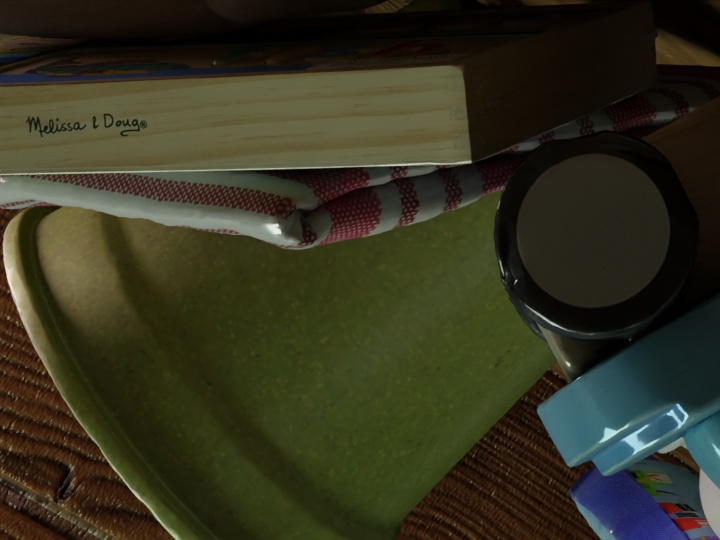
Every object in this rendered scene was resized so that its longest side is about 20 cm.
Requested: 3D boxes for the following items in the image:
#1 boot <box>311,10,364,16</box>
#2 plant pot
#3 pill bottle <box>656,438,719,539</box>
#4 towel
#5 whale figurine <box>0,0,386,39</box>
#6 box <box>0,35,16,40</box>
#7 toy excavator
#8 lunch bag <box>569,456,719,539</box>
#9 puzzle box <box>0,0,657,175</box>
[{"bbox_3d":[-0.074,-0.142,0.978,0.144,0.071,0.201,39,176,13],"label":"boot"},{"bbox_3d":[0.000,0.000,0.966,0.200,0.184,0.200,48,-168,-14],"label":"plant pot"},{"bbox_3d":[0.166,0.049,0.727,0.199,0.111,0.111,28,179,-4],"label":"pill bottle"},{"bbox_3d":[0.005,-0.033,0.737,0.199,0.030,0.146,-15,-166,-40],"label":"towel"},{"bbox_3d":[-0.065,-0.119,0.726,0.159,0.104,0.200,-11,-161,-36],"label":"whale figurine"},{"bbox_3d":[-0.206,-0.176,1.194,0.200,0.131,0.199,32,178,40],"label":"box"},{"bbox_3d":[0.151,0.029,0.623,0.201,0.194,0.100,61,-179,6],"label":"toy excavator"},{"bbox_3d":[0.157,0.124,0.868,0.200,0.094,0.151,37,-176,-9],"label":"lunch bag"},{"bbox_3d":[-0.033,-0.050,0.700,0.199,0.026,0.133,0,-168,26],"label":"puzzle box"}]
